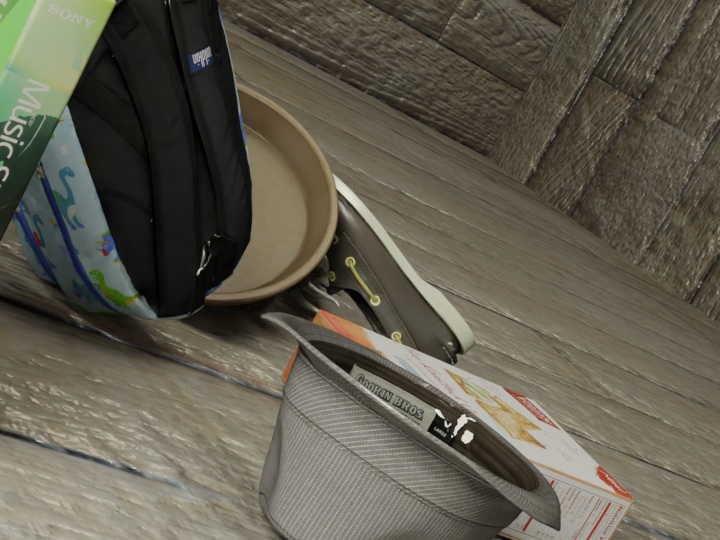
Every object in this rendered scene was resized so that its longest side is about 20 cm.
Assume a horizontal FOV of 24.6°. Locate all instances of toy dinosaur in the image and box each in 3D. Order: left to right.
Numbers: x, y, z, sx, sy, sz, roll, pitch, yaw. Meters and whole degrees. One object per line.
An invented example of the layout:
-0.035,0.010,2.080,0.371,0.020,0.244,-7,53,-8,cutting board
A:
-0.089,-0.024,1.229,0.076,0.104,0.200,-17,14,-17,toy dinosaur

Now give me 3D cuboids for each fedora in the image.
0.008,0.102,0.810,0.176,0.091,0.200,34,4,12,fedora

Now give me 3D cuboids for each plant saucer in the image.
-0.112,-0.054,1.130,0.198,0.030,0.202,12,50,-14,plant saucer

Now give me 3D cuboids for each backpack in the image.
-0.134,-0.070,0.945,0.163,0.152,0.202,-45,116,-47,backpack

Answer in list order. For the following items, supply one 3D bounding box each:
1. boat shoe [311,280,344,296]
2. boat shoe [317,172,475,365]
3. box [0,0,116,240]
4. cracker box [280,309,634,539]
-0.040,-0.028,1.364,0.071,0.060,0.200,28,1,-15,boat shoe
0.000,0.000,1.231,0.201,0.061,0.072,48,-10,-4,boat shoe
-0.185,-0.052,0.673,0.036,0.202,0.144,15,17,-44,box
0.061,0.107,1.048,0.199,0.058,0.134,25,12,-34,cracker box
